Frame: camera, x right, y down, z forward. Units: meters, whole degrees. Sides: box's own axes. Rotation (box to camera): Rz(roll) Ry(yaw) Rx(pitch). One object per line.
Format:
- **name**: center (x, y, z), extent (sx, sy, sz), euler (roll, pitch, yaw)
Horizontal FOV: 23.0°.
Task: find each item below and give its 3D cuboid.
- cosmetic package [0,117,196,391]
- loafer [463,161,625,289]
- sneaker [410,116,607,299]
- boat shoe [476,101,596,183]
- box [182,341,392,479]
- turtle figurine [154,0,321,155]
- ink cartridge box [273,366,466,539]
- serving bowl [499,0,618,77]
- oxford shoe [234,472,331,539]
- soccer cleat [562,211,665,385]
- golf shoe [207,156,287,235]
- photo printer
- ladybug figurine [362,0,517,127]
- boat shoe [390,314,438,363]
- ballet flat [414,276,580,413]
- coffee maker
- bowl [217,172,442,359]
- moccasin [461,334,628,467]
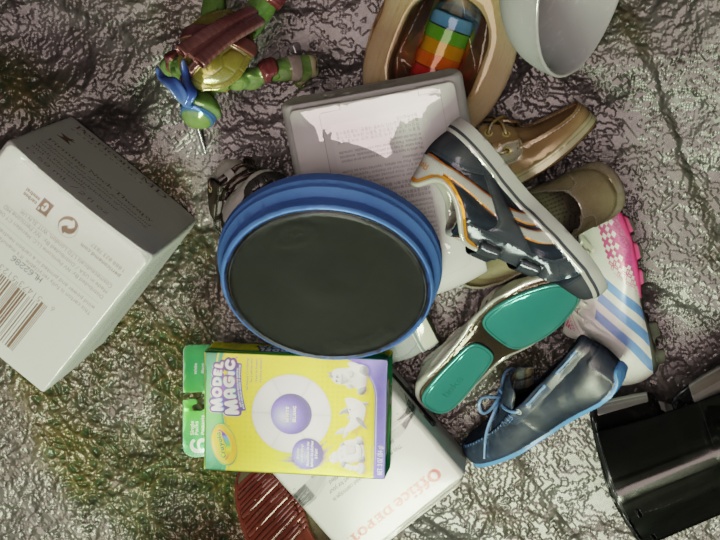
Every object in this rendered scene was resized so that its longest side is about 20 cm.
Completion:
- **cosmetic package**: center (-0.282, -0.021, 1.651), extent (0.167, 0.200, 0.167), euler (39, 103, -2)
- **loafer**: center (0.150, -0.040, 1.638), extent (0.200, 0.068, 0.076), euler (-33, 82, 36)
- **sneaker**: center (0.126, -0.035, 1.543), extent (0.079, 0.078, 0.200), euler (-44, 96, -4)
- **boat shoe**: center (0.124, -0.108, 1.654), extent (0.200, 0.074, 0.067), euler (-30, 101, 11)
- **box**: center (-0.071, 0.129, 1.651), extent (0.199, 0.048, 0.118), euler (2, 99, 9)
- **turtle figurine**: center (-0.111, -0.207, 1.655), extent (0.144, 0.200, 0.195), euler (3, 74, 47)
- **ink cartridge box**: center (-0.012, 0.159, 1.714), extent (0.144, 0.084, 0.200), euler (-40, 93, 11)
- **serving bowl**: center (0.174, -0.276, 1.567), extent (0.066, 0.200, 0.201), euler (19, 103, 26)
- **oxford shoe**: center (-0.056, 0.269, 1.733), extent (0.070, 0.075, 0.200), euler (-42, 61, 15)
- **soccer cleat**: center (0.225, 0.017, 1.664), extent (0.086, 0.070, 0.201), euler (-17, 100, -4)
- **golf shoe**: center (-0.111, -0.065, 1.632), extent (0.078, 0.200, 0.095), euler (-29, 80, -15)
- **photo printer**: center (0.028, -0.070, 1.601), extent (0.166, 0.069, 0.201), euler (-11, 106, 4)
- **ladybug figurine**: center (0.078, -0.208, 1.639), extent (0.135, 0.072, 0.201), euler (26, 103, 5)
- **boat shoe**: center (0.000, 0.000, 1.689), extent (0.071, 0.070, 0.201), euler (-29, 99, 5)
- **ballet flat**: center (0.124, 0.055, 1.682), extent (0.069, 0.069, 0.200), euler (46, 112, -3)
- **coffee maker**: center (0.324, 0.169, 1.625), extent (0.199, 0.192, 0.135), euler (-24, 114, 12)
- **bowl**: center (-0.028, 0.002, 1.556), extent (0.200, 0.039, 0.201), euler (3, 134, 3)
- **moccasin**: center (0.164, 0.116, 1.675), extent (0.068, 0.081, 0.200), euler (46, 124, -9)
